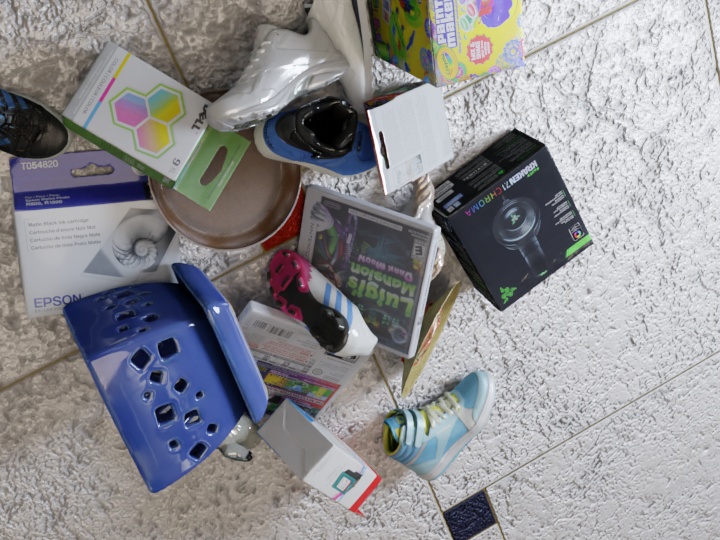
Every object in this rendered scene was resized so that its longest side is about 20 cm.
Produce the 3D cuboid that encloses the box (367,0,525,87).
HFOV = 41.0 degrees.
[{"bbox_3d":[0.094,-0.347,1.154,0.121,0.193,0.201,-16,118,-15],"label":"box"}]

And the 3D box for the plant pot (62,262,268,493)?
[{"bbox_3d":[-0.232,0.114,1.178,0.179,0.200,0.201,-27,116,-14],"label":"plant pot"}]

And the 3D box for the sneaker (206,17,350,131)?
[{"bbox_3d":[-0.111,-0.234,1.136,0.200,0.078,0.100,-36,101,-32],"label":"sneaker"}]

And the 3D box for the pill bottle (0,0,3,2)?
[{"bbox_3d":[-0.345,-0.363,1.014,0.199,0.116,0.116,-26,119,-9],"label":"pill bottle"}]

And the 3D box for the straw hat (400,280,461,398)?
[{"bbox_3d":[0.066,0.080,1.377,0.085,0.201,0.202,25,104,10],"label":"straw hat"}]

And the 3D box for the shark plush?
[{"bbox_3d":[-0.229,0.230,1.342,0.199,0.083,0.091,-2,75,-23],"label":"shark plush"}]

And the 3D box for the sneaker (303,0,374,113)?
[{"bbox_3d":[-0.027,-0.293,1.208,0.080,0.076,0.201,-12,113,-3],"label":"sneaker"}]

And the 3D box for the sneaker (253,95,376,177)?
[{"bbox_3d":[-0.023,-0.166,1.209,0.199,0.111,0.077,7,82,-39],"label":"sneaker"}]

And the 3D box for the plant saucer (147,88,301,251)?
[{"bbox_3d":[-0.171,-0.124,1.209,0.199,0.032,0.202,-1,92,-25],"label":"plant saucer"}]

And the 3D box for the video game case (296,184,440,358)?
[{"bbox_3d":[0.000,0.000,1.281,0.023,0.199,0.183,-23,128,-56],"label":"video game case"}]

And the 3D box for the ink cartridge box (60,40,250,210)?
[{"bbox_3d":[-0.234,-0.166,1.127,0.199,0.059,0.104,31,78,-11],"label":"ink cartridge box"}]

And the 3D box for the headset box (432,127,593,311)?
[{"bbox_3d":[0.214,-0.066,1.382,0.174,0.093,0.200,-35,121,-4],"label":"headset box"}]

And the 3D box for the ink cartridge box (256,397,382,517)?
[{"bbox_3d":[-0.048,0.273,1.384,0.067,0.116,0.200,-48,142,-5],"label":"ink cartridge box"}]

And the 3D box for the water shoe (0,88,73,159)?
[{"bbox_3d":[-0.421,-0.172,1.087,0.199,0.079,0.072,23,102,-29],"label":"water shoe"}]

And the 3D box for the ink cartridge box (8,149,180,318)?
[{"bbox_3d":[-0.326,-0.048,1.202,0.198,0.041,0.201,-8,115,-19],"label":"ink cartridge box"}]

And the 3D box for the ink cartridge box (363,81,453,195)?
[{"bbox_3d":[0.049,-0.170,1.219,0.200,0.050,0.110,-34,116,-53],"label":"ink cartridge box"}]

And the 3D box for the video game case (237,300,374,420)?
[{"bbox_3d":[-0.110,0.137,1.347,0.199,0.023,0.182,21,124,-28],"label":"video game case"}]

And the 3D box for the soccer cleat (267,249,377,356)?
[{"bbox_3d":[-0.052,0.048,1.276,0.086,0.200,0.070,18,114,-46],"label":"soccer cleat"}]

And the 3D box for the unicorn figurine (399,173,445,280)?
[{"bbox_3d":[0.071,-0.058,1.316,0.074,0.200,0.138,-1,136,-36],"label":"unicorn figurine"}]

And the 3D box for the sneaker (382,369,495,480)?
[{"bbox_3d":[0.112,0.223,1.476,0.130,0.080,0.201,29,99,-31],"label":"sneaker"}]
